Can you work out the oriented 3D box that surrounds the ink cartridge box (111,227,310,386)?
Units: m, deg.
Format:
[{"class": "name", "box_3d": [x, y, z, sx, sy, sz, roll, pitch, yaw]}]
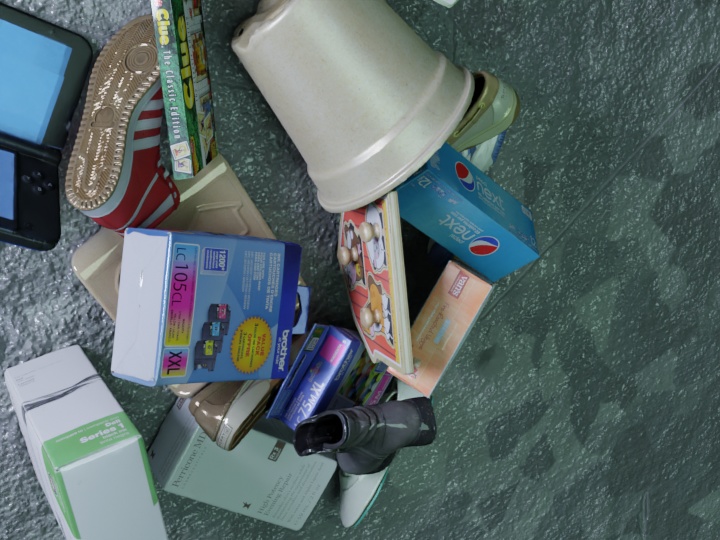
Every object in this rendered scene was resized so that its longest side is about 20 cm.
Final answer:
[{"class": "ink cartridge box", "box_3d": [-0.132, 0.034, 0.897, 0.198, 0.075, 0.140, 3, 95, -51]}]

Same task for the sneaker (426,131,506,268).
[{"class": "sneaker", "box_3d": [0.099, -0.105, 1.080, 0.086, 0.075, 0.204, 12, 104, -14]}]

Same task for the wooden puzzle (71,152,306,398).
[{"class": "wooden puzzle", "box_3d": [-0.174, 0.004, 0.971, 0.184, 0.046, 0.202, -39, 120, -11]}]

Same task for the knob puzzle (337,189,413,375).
[{"class": "knob puzzle", "box_3d": [0.000, 0.000, 0.971, 0.030, 0.220, 0.224, -9, 115, -16]}]

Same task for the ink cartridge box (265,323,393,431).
[{"class": "ink cartridge box", "box_3d": [-0.024, 0.128, 1.061, 0.121, 0.042, 0.199, -60, 153, 4]}]

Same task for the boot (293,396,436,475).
[{"class": "boot", "box_3d": [-0.018, 0.179, 1.007, 0.129, 0.071, 0.200, -1, 154, -28]}]

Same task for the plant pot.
[{"class": "plant pot", "box_3d": [-0.021, -0.194, 0.902, 0.201, 0.200, 0.184, -46, 114, -5]}]

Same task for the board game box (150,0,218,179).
[{"class": "board game box", "box_3d": [-0.160, -0.194, 0.845, 0.023, 0.105, 0.204, -1, 109, 8]}]

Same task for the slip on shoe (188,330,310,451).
[{"class": "slip on shoe", "box_3d": [-0.111, 0.116, 1.010, 0.200, 0.060, 0.077, -46, 163, -50]}]

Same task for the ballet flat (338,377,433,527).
[{"class": "ballet flat", "box_3d": [0.015, 0.221, 1.170, 0.069, 0.069, 0.202, 34, 87, -36]}]

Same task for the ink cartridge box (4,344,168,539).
[{"class": "ink cartridge box", "box_3d": [-0.265, 0.183, 0.896, 0.083, 0.199, 0.149, -20, 120, -25]}]

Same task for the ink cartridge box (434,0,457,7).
[{"class": "ink cartridge box", "box_3d": [0.015, -0.348, 0.877, 0.197, 0.148, 0.048, 16, 146, -36]}]

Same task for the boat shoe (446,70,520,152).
[{"class": "boat shoe", "box_3d": [0.071, -0.148, 0.993, 0.198, 0.075, 0.066, -33, 141, 23]}]

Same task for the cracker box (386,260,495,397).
[{"class": "cracker box", "box_3d": [0.096, 0.060, 1.055, 0.057, 0.200, 0.136, 31, 95, 7]}]

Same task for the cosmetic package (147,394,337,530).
[{"class": "cosmetic package", "box_3d": [-0.133, 0.217, 1.067, 0.198, 0.074, 0.103, 27, 95, -37]}]

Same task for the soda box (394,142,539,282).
[{"class": "soda box", "box_3d": [0.105, -0.067, 0.986, 0.067, 0.065, 0.199, -29, 136, 32]}]

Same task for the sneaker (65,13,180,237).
[{"class": "sneaker", "box_3d": [-0.206, -0.129, 0.874, 0.113, 0.070, 0.204, 56, 46, -65]}]

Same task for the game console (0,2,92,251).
[{"class": "game console", "box_3d": [-0.330, -0.134, 0.777, 0.197, 0.173, 0.119, 16, 129, -34]}]
